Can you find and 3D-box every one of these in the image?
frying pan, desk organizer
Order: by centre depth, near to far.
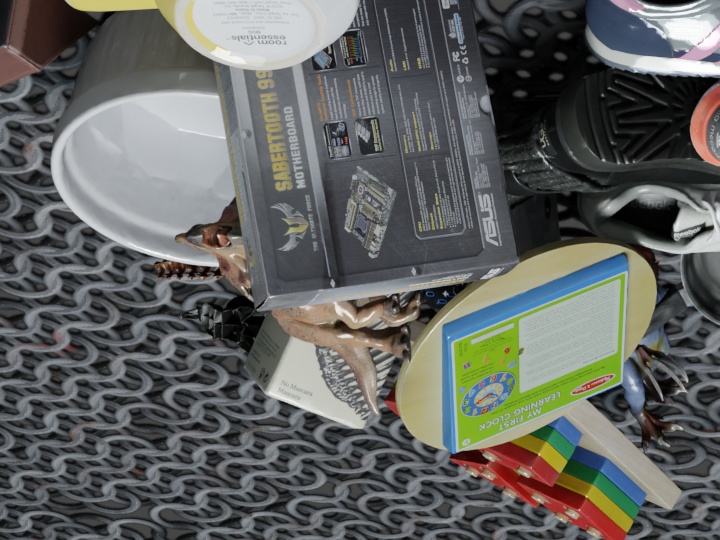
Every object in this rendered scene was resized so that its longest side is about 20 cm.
[{"bbox_3d":[-0.273,-0.126,1.390,0.200,0.072,0.077,-19,143,34],"label":"desk organizer"},{"bbox_3d":[0.261,0.017,1.501,0.115,0.031,0.190,33,110,-17],"label":"frying pan"}]

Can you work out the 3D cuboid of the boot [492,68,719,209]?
[{"bbox_3d":[0.170,-0.084,1.375,0.211,0.080,0.158,2,166,-31],"label":"boot"}]

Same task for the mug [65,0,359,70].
[{"bbox_3d":[-0.065,-0.190,1.179,0.149,0.153,0.187,26,143,-31],"label":"mug"}]

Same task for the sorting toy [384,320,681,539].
[{"bbox_3d":[0.120,0.131,1.652,0.199,0.070,0.200,21,165,45],"label":"sorting toy"}]

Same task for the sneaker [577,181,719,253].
[{"bbox_3d":[0.248,-0.039,1.423,0.200,0.075,0.081,-1,-168,7],"label":"sneaker"}]

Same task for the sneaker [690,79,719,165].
[{"bbox_3d":[0.306,-0.088,1.294,0.200,0.082,0.077,-13,117,-20],"label":"sneaker"}]

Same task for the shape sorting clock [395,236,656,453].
[{"bbox_3d":[0.114,0.051,1.432,0.200,0.039,0.200,-19,138,-18],"label":"shape sorting clock"}]

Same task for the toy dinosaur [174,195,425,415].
[{"bbox_3d":[-0.035,0.010,1.345,0.135,0.086,0.200,-2,139,12],"label":"toy dinosaur"}]

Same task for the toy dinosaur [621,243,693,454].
[{"bbox_3d":[0.202,0.050,1.590,0.200,0.105,0.182,-1,129,34],"label":"toy dinosaur"}]

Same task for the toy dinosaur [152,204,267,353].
[{"bbox_3d":[-0.066,-0.002,1.531,0.200,0.102,0.136,-30,177,35],"label":"toy dinosaur"}]

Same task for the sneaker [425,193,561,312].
[{"bbox_3d":[0.089,-0.010,1.520,0.112,0.073,0.200,3,143,21],"label":"sneaker"}]

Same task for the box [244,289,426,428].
[{"bbox_3d":[0.000,0.000,1.434,0.082,0.200,0.068,21,-173,-20],"label":"box"}]

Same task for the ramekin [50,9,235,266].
[{"bbox_3d":[-0.098,-0.098,1.375,0.200,0.105,0.200,3,147,2],"label":"ramekin"}]

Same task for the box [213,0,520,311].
[{"bbox_3d":[0.000,-0.085,1.256,0.158,0.200,0.048,-9,172,-14],"label":"box"}]

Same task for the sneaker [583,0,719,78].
[{"bbox_3d":[0.236,-0.162,1.258,0.200,0.070,0.082,-2,142,3],"label":"sneaker"}]
